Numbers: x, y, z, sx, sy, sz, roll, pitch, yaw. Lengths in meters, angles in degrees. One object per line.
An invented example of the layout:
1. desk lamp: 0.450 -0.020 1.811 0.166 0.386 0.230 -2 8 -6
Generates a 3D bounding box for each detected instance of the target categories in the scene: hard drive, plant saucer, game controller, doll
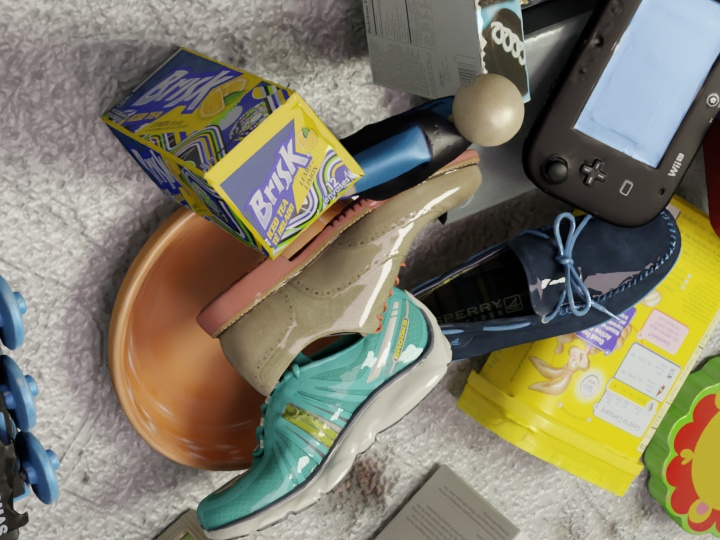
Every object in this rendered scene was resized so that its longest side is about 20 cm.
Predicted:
1. hard drive: 0.134 -0.119 1.353 0.199 0.033 0.140 -22 141 -22
2. plant saucer: -0.072 0.030 1.313 0.199 0.037 0.201 -13 118 -27
3. game controller: 0.183 -0.126 1.297 0.104 0.042 0.201 26 104 -8
4. doll: 0.010 -0.064 1.176 0.136 0.199 0.049 -27 97 -51

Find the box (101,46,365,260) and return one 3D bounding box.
1. box: -0.076 -0.070 1.155 0.070 0.200 0.064 -43 114 -8

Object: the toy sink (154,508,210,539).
1. toy sink: -0.132 0.275 1.332 0.200 0.130 0.112 -41 127 -9

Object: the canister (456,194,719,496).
1. canister: 0.175 0.040 1.446 0.148 0.086 0.201 27 94 -38

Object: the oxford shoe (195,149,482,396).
1. oxford shoe: 0.000 0.000 1.263 0.200 0.070 0.075 -35 87 -4

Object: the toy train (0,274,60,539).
1. toy train: -0.235 0.066 1.176 0.086 0.114 0.201 -23 123 -26

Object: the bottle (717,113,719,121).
1. bottle: 0.268 -0.146 1.355 0.065 0.083 0.201 25 55 -19

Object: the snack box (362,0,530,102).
1. snack box: 0.041 -0.199 1.208 0.037 0.116 0.201 -20 114 -30

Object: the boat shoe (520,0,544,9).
1. boat shoe: 0.138 -0.209 1.287 0.200 0.091 0.071 -29 96 -17

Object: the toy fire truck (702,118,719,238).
1. toy fire truck: 0.297 -0.072 1.417 0.167 0.201 0.112 29 135 -29

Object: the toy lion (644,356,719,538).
1. toy lion: 0.312 0.111 1.589 0.191 0.069 0.201 8 107 -27

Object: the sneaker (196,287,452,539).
1. sneaker: -0.034 0.089 1.310 0.200 0.077 0.080 -45 107 -10

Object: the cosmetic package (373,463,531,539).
1. cosmetic package: 0.036 0.248 1.442 0.200 0.108 0.085 -47 129 -3

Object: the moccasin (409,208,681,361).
1. moccasin: 0.116 0.012 1.353 0.199 0.081 0.068 -27 161 7
